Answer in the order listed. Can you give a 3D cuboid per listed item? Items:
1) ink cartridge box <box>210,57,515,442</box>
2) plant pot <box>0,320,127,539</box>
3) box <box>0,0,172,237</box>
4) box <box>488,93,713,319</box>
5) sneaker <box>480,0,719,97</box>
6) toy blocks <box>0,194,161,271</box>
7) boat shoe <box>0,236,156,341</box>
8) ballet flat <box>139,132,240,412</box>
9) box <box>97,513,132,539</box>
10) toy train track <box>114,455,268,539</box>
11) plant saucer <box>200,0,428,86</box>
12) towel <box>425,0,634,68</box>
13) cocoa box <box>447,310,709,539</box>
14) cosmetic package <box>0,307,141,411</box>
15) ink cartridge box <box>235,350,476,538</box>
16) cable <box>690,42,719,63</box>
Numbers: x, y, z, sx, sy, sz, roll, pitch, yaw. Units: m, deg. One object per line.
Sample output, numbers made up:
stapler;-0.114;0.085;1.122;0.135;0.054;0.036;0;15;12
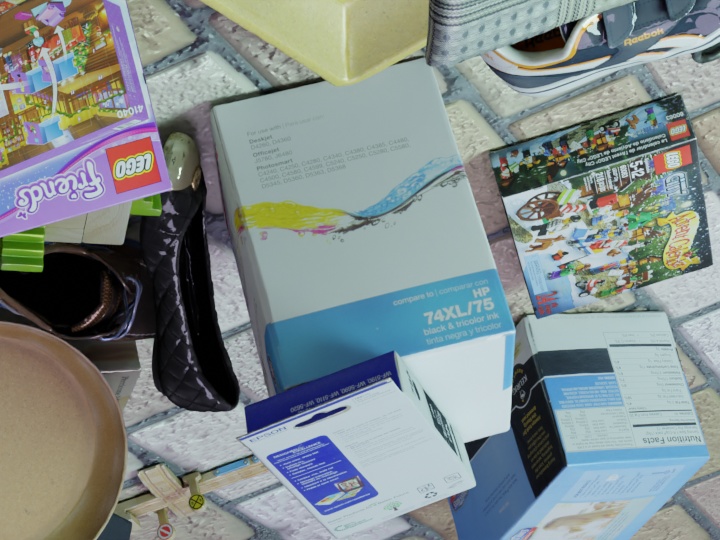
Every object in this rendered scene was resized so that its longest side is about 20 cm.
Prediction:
ink cartridge box;0.000;0.000;1.633;0.145;0.201;0.147;-14;153;-6
plant pot;-0.251;0.123;1.710;0.198;0.027;0.202;-6;111;-17
box;-0.214;-0.086;1.427;0.199;0.138;0.039;-15;-165;-9
box;0.170;-0.041;1.822;0.136;0.038;0.200;-17;153;4
sneaker;0.158;-0.163;1.540;0.199;0.079;0.079;-25;155;20
toy blocks;-0.201;-0.083;1.507;0.198;0.100;0.137;3;136;-15
boat shoe;-0.179;0.016;1.685;0.199;0.072;0.073;12;103;-42
ballet flat;-0.105;0.001;1.668;0.056;0.067;0.201;11;125;19
box;-0.299;0.195;1.877;0.199;0.105;0.182;5;162;27
toy train track;-0.107;0.176;2.098;0.199;0.033;0.115;-20;153;8
plant saucer;0.013;-0.195;1.438;0.199;0.049;0.200;-28;151;23
towel;0.123;-0.213;1.397;0.199;0.035;0.193;-20;137;-24
cocoa box;0.161;0.137;2.053;0.132;0.132;0.200;-2;150;-24
cosmetic package;-0.257;0.067;1.771;0.198;0.072;0.105;-4;151;-21
ink cartridge box;-0.003;0.099;1.554;0.099;0.039;0.200;-20;154;7
cable;0.251;-0.190;1.568;0.097;0.050;0.200;-23;160;-52
